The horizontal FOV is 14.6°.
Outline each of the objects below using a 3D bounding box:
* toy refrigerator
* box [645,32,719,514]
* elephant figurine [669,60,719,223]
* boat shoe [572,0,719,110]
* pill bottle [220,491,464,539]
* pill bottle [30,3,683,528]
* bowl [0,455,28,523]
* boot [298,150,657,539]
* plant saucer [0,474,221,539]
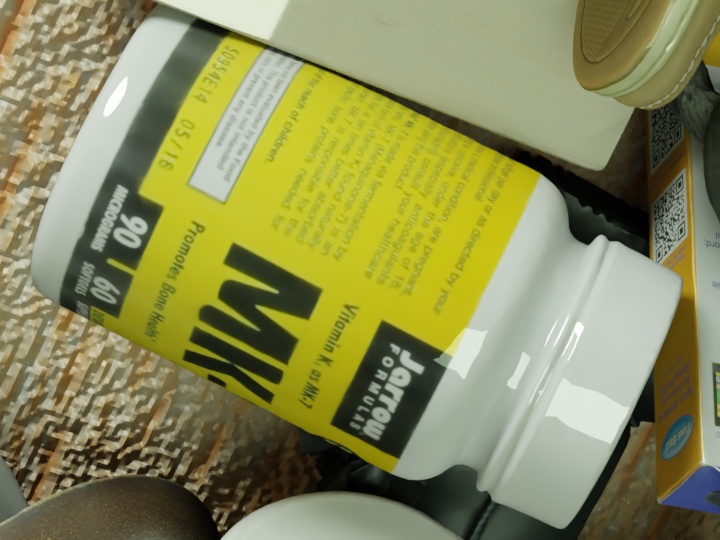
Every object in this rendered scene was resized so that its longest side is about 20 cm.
[{"bbox_3d":[0.002,-0.109,0.952,0.199,0.076,0.070,19,109,-19],"label":"toy refrigerator"},{"bbox_3d":[0.162,0.016,0.988,0.118,0.201,0.041,12,152,-17],"label":"box"},{"bbox_3d":[0.205,-0.050,0.895,0.154,0.142,0.200,9,148,-19],"label":"elephant figurine"},{"bbox_3d":[0.135,-0.131,0.929,0.066,0.074,0.201,35,69,-22],"label":"boat shoe"},{"bbox_3d":[-0.014,0.187,1.026,0.112,0.113,0.201,-1,133,-12],"label":"pill bottle"},{"bbox_3d":[0.000,0.000,0.943,0.199,0.114,0.115,26,108,2],"label":"pill bottle"},{"bbox_3d":[-0.209,0.138,1.008,0.200,0.090,0.202,-5,115,-11],"label":"bowl"},{"bbox_3d":[0.090,0.064,1.051,0.198,0.073,0.163,27,103,-15],"label":"boot"},{"bbox_3d":[-0.114,0.167,1.013,0.200,0.032,0.201,-33,143,-30],"label":"plant saucer"}]
